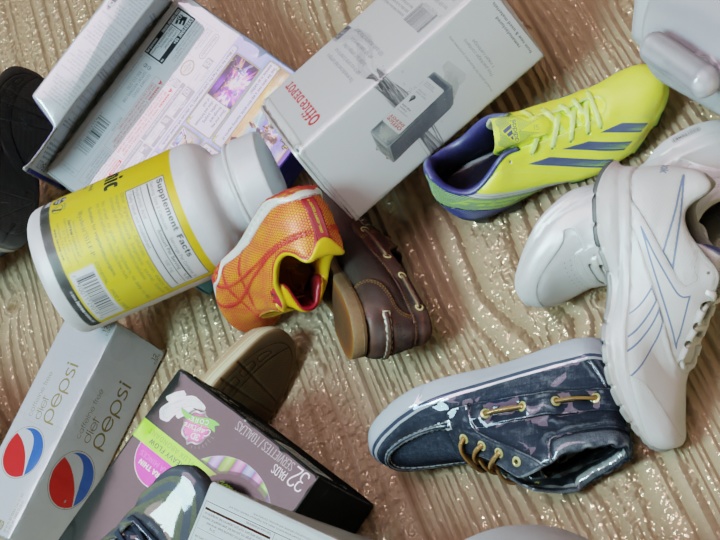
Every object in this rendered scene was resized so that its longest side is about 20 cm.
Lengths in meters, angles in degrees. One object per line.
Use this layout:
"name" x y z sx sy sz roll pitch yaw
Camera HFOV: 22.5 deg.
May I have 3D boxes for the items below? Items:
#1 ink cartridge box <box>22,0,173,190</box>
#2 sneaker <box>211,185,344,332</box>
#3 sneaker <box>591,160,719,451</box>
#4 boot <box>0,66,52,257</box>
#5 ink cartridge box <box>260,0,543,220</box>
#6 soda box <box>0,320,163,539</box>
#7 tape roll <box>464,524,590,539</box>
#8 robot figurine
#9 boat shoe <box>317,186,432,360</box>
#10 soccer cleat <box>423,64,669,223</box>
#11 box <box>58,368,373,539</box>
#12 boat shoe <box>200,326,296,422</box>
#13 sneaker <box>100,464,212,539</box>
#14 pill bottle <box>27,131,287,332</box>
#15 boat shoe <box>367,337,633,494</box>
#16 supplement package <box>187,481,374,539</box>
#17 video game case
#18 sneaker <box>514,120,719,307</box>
"ink cartridge box" -0.238 -0.169 1.623 0.041 0.200 0.200 36 87 1
"sneaker" -0.067 0.010 1.412 0.073 0.200 0.077 -14 70 -21
"sneaker" 0.207 0.023 1.229 0.087 0.074 0.201 -4 93 20
"boot" -0.348 -0.078 1.689 0.150 0.073 0.201 -38 44 44
"ink cartridge box" 0.029 -0.151 1.442 0.200 0.085 0.146 -40 25 3
"soda box" -0.248 0.137 1.526 0.063 0.068 0.201 15 74 40
"tape roll" 0.110 0.261 1.112 0.203 0.202 0.071 -59 13 -7
"robot figurine" 0.279 -0.162 1.282 0.169 0.113 0.200 -22 38 -26
"boat shoe" 0.000 0.000 1.433 0.070 0.071 0.200 -10 41 -13
"soccer cleat" 0.139 -0.100 1.372 0.199 0.084 0.065 -28 52 20
"box" -0.117 0.205 1.338 0.148 0.124 0.200 35 88 27
"boat shoe" -0.131 0.121 1.451 0.200 0.072 0.065 -53 42 -2
"sneaker" -0.171 0.216 1.240 0.074 0.081 0.200 36 88 25
"pill bottle" -0.159 -0.036 1.471 0.199 0.111 0.112 -22 53 8
"boat shoe" 0.096 0.121 1.286 0.199 0.071 0.091 -23 50 21
"supplement package" -0.032 0.274 1.200 0.147 0.191 0.201 17 82 40
"video game case" -0.143 -0.111 1.568 0.181 0.045 0.200 36 88 22
"sneaker" 0.199 -0.025 1.293 0.200 0.075 0.100 -34 49 15
